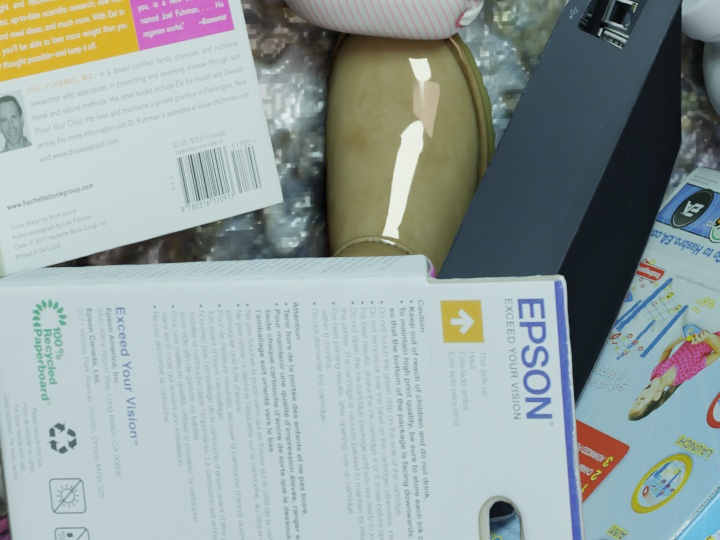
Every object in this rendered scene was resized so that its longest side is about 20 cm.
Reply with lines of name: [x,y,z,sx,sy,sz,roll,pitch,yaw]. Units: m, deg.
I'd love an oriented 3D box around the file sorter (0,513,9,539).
file sorter: [-0.087,0.148,1.076,0.125,0.139,0.201,-31,106,-11]

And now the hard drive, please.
hard drive: [0.073,-0.012,1.083,0.042,0.135,0.200,18,61,16]

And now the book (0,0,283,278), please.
book: [-0.101,-0.108,1.015,0.133,0.048,0.201,-16,96,-42]

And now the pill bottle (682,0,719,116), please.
pill bottle: [0.214,-0.079,1.161,0.200,0.111,0.111,32,87,-20]

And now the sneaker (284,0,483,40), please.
sneaker: [0.049,-0.152,1.075,0.199,0.076,0.105,-22,140,-1]

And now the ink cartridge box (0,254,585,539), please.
ink cartridge box: [-0.017,0.095,0.944,0.199,0.043,0.197,-1,102,18]

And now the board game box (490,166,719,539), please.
board game box: [0.124,0.060,1.103,0.196,0.200,0.056,-47,111,-7]

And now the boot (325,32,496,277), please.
boot: [0.000,0.000,1.050,0.066,0.200,0.176,-2,101,15]
